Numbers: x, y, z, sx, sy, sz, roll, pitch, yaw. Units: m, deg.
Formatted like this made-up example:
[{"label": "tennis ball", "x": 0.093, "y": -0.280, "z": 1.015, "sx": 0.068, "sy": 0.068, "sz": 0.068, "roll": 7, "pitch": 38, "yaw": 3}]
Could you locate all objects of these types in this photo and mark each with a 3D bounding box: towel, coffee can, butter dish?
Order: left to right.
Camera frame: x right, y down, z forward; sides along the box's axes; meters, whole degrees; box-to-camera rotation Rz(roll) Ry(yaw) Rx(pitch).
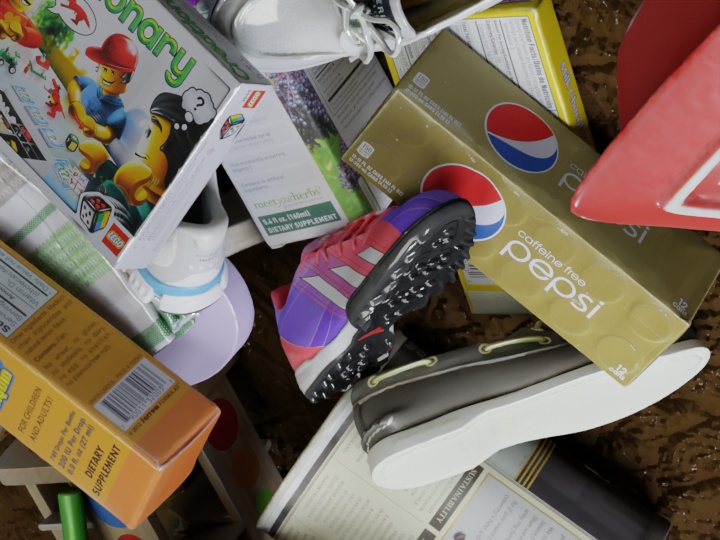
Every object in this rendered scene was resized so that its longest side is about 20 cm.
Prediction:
[{"label": "towel", "x": -0.200, "y": -0.009, "z": 1.591, "sx": 0.200, "sy": 0.031, "sz": 0.149, "roll": 45, "pitch": 137, "yaw": -6}, {"label": "coffee can", "x": 0.060, "y": 0.150, "z": 1.634, "sx": 0.200, "sy": 0.146, "sz": 0.146, "roll": 35, "pitch": 136, "yaw": 3}, {"label": "butter dish", "x": 0.210, "y": -0.117, "z": 1.331, "sx": 0.199, "sy": 0.148, "sz": 0.200, "roll": 4, "pitch": 147, "yaw": -29}]

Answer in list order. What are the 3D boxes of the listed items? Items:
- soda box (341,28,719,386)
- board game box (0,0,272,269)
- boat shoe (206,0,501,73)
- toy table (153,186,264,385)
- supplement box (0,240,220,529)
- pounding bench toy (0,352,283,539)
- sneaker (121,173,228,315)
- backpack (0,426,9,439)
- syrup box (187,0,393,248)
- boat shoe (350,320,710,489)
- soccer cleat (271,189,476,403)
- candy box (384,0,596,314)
[{"label": "soda box", "x": 0.094, "y": -0.033, "z": 1.485, "sx": 0.200, "sy": 0.064, "sz": 0.068, "roll": 38, "pitch": 136, "yaw": -3}, {"label": "board game box", "x": -0.151, "y": -0.113, "z": 1.473, "sx": 0.200, "sy": 0.035, "sz": 0.126, "roll": 44, "pitch": 112, "yaw": 21}, {"label": "boat shoe", "x": 0.012, "y": -0.140, "z": 1.417, "sx": 0.202, "sy": 0.086, "sz": 0.075, "roll": -16, "pitch": 113, "yaw": 12}, {"label": "toy table", "x": -0.128, "y": -0.011, "z": 1.647, "sx": 0.200, "sy": 0.117, "sz": 0.184, "roll": 11, "pitch": 131, "yaw": 26}, {"label": "supplement box", "x": -0.180, "y": 0.053, "z": 1.563, "sx": 0.200, "sy": 0.069, "sz": 0.067, "roll": 38, "pitch": 137, "yaw": 10}, {"label": "pounding bench toy", "x": -0.148, "y": 0.153, "z": 1.734, "sx": 0.124, "sy": 0.200, "sz": 0.156, "roll": -6, "pitch": 122, "yaw": 37}, {"label": "sneaker", "x": -0.119, "y": -0.080, "z": 1.526, "sx": 0.200, "sy": 0.075, "sz": 0.087, "roll": 60, "pitch": 153, "yaw": 19}, {"label": "backpack", "x": -0.304, "y": 0.047, "z": 1.777, "sx": 0.200, "sy": 0.153, "sz": 0.176, "roll": 44, "pitch": 163, "yaw": -21}, {"label": "syrup box", "x": -0.052, "y": -0.120, "z": 1.534, "sx": 0.079, "sy": 0.081, "sz": 0.200, "roll": -12, "pitch": 119, "yaw": 37}, {"label": "boat shoe", "x": 0.093, "y": 0.060, "z": 1.547, "sx": 0.201, "sy": 0.060, "sz": 0.072, "roll": -18, "pitch": 150, "yaw": -5}, {"label": "soccer cleat", "x": 0.000, "y": 0.000, "z": 1.498, "sx": 0.073, "sy": 0.068, "sz": 0.200, "roll": 60, "pitch": 150, "yaw": 16}, {"label": "candy box", "x": 0.082, "y": -0.061, "z": 1.533, "sx": 0.102, "sy": 0.026, "sz": 0.200, "roll": -1, "pitch": 125, "yaw": 29}]
